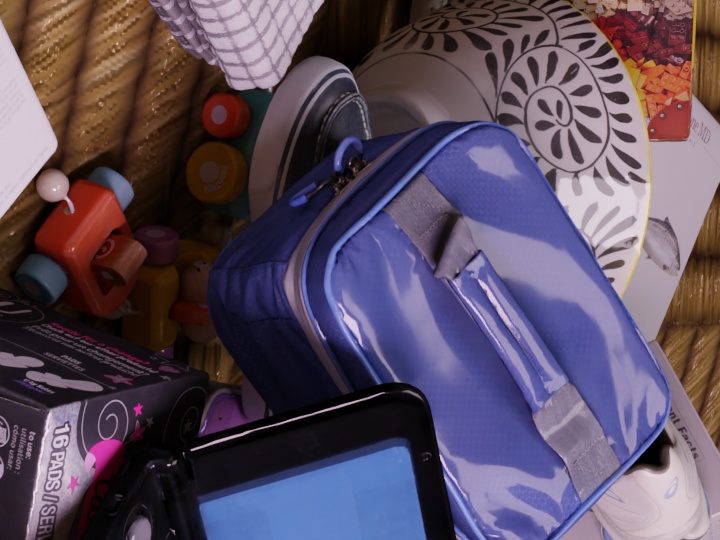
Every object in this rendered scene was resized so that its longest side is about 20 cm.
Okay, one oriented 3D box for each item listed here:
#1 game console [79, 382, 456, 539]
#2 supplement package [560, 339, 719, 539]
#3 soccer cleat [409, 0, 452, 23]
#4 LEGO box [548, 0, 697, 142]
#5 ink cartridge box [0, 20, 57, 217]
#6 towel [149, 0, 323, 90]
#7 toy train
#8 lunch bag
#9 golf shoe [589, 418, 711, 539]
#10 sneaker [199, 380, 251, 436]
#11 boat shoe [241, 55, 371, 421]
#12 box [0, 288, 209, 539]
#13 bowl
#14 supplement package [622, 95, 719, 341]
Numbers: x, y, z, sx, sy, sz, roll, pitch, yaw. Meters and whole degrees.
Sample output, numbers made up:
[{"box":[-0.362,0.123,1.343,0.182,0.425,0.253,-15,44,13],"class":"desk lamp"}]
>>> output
[{"box":[-0.038,0.169,1.249,0.176,0.116,0.201,-63,151,-44],"class":"game console"},{"box":[0.096,0.143,1.604,0.199,0.110,0.114,-24,152,-6],"class":"supplement package"},{"box":[0.054,-0.125,1.579,0.078,0.069,0.201,-41,143,-38],"class":"soccer cleat"},{"box":[0.137,-0.182,1.583,0.200,0.077,0.150,-85,174,-56],"class":"LEGO box"},{"box":[-0.211,-0.067,1.179,0.160,0.047,0.200,-53,142,-28],"class":"ink cartridge box"},{"box":[-0.049,-0.203,1.334,0.201,0.085,0.166,-62,152,-19],"class":"towel"},{"box":[-0.077,-0.032,1.415,0.200,0.055,0.151,-52,147,-30],"class":"toy train"},{"box":[0.037,0.025,1.325,0.136,0.132,0.200,-45,111,-27],"class":"lunch bag"},{"box":[0.113,0.054,1.533,0.078,0.200,0.097,-34,151,-12],"class":"golf shoe"},{"box":[-0.111,0.111,1.437,0.200,0.072,0.115,-40,137,-60],"class":"sneaker"},{"box":[0.000,0.000,1.418,0.071,0.091,0.201,-29,131,-47],"class":"boat shoe"},{"box":[-0.160,0.124,1.284,0.115,0.132,0.201,-13,118,-55],"class":"box"},{"box":[0.039,-0.045,1.486,0.094,0.200,0.202,0,108,-46],"class":"bowl"},{"box":[0.111,-0.018,1.689,0.117,0.117,0.201,35,75,-58],"class":"supplement package"}]
